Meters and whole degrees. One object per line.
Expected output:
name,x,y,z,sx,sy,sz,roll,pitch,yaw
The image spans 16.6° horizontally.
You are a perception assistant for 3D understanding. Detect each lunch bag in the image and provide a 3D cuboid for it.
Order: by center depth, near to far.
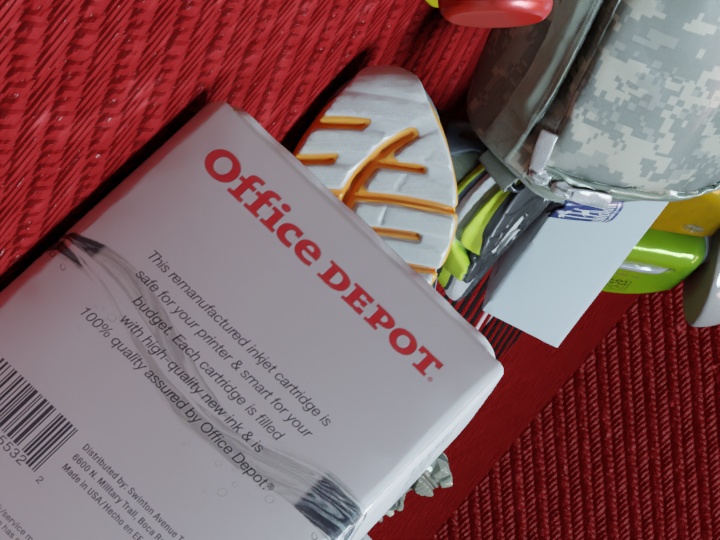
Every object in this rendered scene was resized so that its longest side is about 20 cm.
lunch bag,0.140,-0.129,1.059,0.167,0.139,0.201,-18,144,-46

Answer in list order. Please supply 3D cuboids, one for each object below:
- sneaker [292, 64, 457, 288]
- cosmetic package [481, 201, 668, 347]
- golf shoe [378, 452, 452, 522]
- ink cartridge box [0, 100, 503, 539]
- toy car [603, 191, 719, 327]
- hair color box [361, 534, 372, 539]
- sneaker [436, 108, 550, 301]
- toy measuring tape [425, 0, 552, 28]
sneaker,0.000,0.000,1.076,0.077,0.078,0.201,-76,174,-61
cosmetic package,0.131,-0.081,1.280,0.151,0.051,0.201,-54,-167,42
golf shoe,-0.019,0.059,1.343,0.078,0.098,0.200,-24,147,7
ink cartridge box,-0.070,0.062,0.867,0.200,0.145,0.084,-44,171,-22
toy car,0.182,-0.061,1.575,0.200,0.174,0.151,111,-13,-64
hair color box,-0.104,0.141,1.079,0.200,0.109,0.065,-32,164,-37
sneaker,0.042,-0.040,1.169,0.074,0.081,0.200,-47,176,-5
toy measuring tape,0.058,-0.120,0.927,0.074,0.074,0.200,-49,168,5
